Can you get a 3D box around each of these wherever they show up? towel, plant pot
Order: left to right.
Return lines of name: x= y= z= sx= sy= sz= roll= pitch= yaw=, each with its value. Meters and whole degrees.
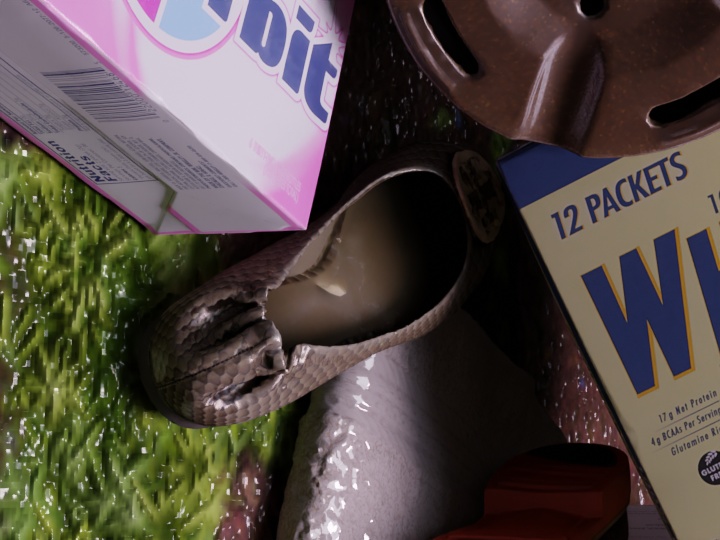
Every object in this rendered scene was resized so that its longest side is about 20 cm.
towel: x=0.034 y=0.091 z=0.781 sx=0.200 sy=0.034 sz=0.134 roll=45 pitch=50 yaw=-49
plant pot: x=0.085 y=-0.155 z=0.668 sx=0.199 sy=0.198 sz=0.202 roll=-82 pitch=154 yaw=-56

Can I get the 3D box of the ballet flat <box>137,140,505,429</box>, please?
ballet flat: x=0.000 y=0.000 z=0.685 sx=0.199 sy=0.046 sz=0.068 roll=-29 pitch=93 yaw=-46

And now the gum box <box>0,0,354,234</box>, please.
gum box: x=-0.074 y=-0.100 z=0.578 sx=0.200 sy=0.066 sz=0.115 roll=41 pitch=55 yaw=-51

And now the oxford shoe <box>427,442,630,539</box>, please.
oxford shoe: x=0.060 y=0.133 z=0.727 sx=0.200 sy=0.071 sz=0.073 roll=-29 pitch=116 yaw=-56

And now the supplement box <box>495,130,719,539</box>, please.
supplement box: x=0.160 y=0.026 z=0.776 sx=0.202 sy=0.133 sz=0.200 roll=64 pitch=5 yaw=9

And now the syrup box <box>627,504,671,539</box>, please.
syrup box: x=0.128 y=0.193 z=0.888 sx=0.200 sy=0.081 sz=0.080 roll=-43 pitch=123 yaw=-53
